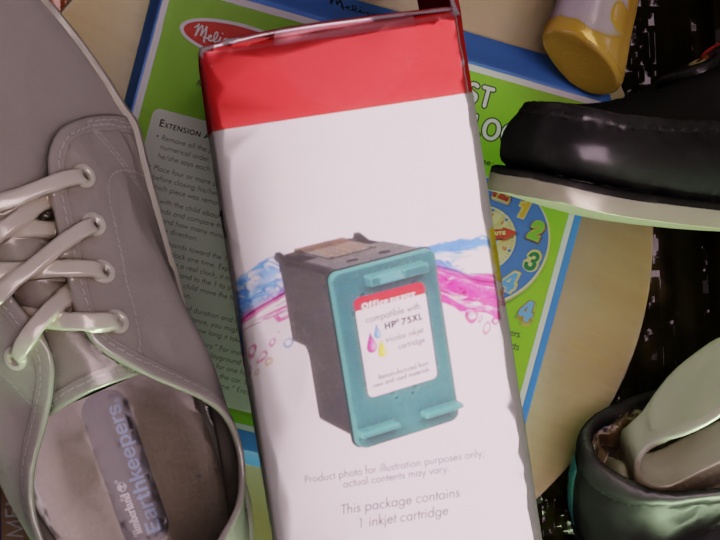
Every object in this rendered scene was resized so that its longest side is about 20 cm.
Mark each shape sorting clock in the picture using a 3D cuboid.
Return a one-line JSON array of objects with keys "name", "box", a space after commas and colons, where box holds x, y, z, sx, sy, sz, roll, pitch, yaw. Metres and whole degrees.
[{"name": "shape sorting clock", "box": [-0.011, -0.010, 0.846, 0.200, 0.039, 0.200, -2, 96, -15]}]

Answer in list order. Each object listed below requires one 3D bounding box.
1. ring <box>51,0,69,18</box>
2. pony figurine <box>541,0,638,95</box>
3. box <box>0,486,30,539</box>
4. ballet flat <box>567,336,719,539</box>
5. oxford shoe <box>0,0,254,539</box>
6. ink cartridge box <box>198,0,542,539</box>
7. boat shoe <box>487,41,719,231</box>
[{"name": "ring", "box": [-0.181, -0.080, 0.815, 0.200, 0.019, 0.201, 0, 90, -15]}, {"name": "pony figurine", "box": [0.086, -0.180, 0.820, 0.193, 0.166, 0.200, 52, 58, -35]}, {"name": "box", "box": [-0.181, 0.076, 0.772, 0.200, 0.032, 0.121, -3, 71, -3]}, {"name": "ballet flat", "box": [0.151, 0.033, 0.845, 0.200, 0.068, 0.068, -25, 132, 3]}, {"name": "oxford shoe", "box": [-0.080, 0.001, 0.731, 0.075, 0.058, 0.200, -24, 90, -4]}, {"name": "ink cartridge box", "box": [0.000, 0.000, 0.758, 0.067, 0.116, 0.200, -9, 89, -2]}, {"name": "boat shoe", "box": [0.113, -0.043, 0.830, 0.201, 0.074, 0.063, -4, 105, -42]}]
